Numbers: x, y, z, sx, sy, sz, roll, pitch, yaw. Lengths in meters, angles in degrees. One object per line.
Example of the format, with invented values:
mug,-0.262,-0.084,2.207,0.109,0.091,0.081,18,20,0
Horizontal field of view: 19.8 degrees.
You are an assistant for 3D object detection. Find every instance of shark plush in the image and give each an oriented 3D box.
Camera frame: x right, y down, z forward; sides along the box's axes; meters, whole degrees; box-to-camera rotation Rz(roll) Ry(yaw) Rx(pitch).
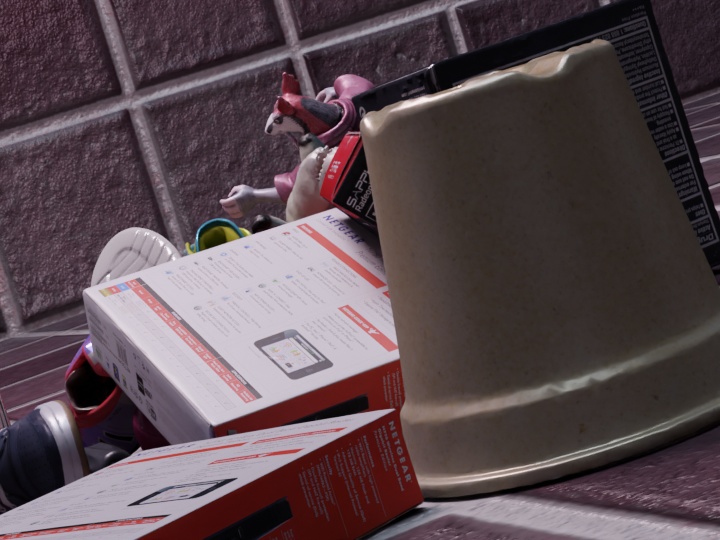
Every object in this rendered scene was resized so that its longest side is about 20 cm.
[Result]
shark plush,0.000,0.000,1.384,0.083,0.201,0.091,1,35,33

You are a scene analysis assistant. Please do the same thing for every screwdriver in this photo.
screwdriver,-0.192,0.127,1.367,0.029,0.028,0.200,17,-9,-26

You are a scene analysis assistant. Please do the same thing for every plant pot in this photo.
plant pot,0.086,-0.008,1.024,0.199,0.185,0.200,-18,5,2

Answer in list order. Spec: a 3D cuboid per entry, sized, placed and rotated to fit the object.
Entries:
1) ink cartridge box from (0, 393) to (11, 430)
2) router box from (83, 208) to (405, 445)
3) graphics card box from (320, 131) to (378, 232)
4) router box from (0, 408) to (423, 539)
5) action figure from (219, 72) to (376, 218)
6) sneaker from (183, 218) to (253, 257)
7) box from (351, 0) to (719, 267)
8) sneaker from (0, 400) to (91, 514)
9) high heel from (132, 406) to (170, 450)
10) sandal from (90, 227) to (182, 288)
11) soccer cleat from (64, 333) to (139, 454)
ink cartridge box,-0.315,0.098,1.546,0.084,0.146,0.200,-18,5,-7
router box,-0.045,0.042,1.216,0.178,0.049,0.200,-18,29,-21
graphics card box,0.072,-0.017,1.251,0.051,0.199,0.125,-62,6,1
router box,-0.100,0.127,0.980,0.199,0.049,0.179,-13,6,45
action figure,-0.001,-0.067,1.491,0.148,0.200,0.135,14,69,41
sneaker,-0.125,0.020,1.844,0.079,0.132,0.200,-21,5,-26
box,0.127,-0.065,1.446,0.199,0.200,0.123,-20,3,-29
sneaker,-0.241,0.134,1.294,0.108,0.071,0.200,-14,-4,-26
high heel,-0.048,0.089,1.321,0.198,0.068,0.096,-8,-36,-4
sandal,-0.126,0.040,1.435,0.083,0.050,0.202,-52,44,2
soccer cleat,-0.174,0.082,1.388,0.073,0.068,0.200,-26,-15,-31
